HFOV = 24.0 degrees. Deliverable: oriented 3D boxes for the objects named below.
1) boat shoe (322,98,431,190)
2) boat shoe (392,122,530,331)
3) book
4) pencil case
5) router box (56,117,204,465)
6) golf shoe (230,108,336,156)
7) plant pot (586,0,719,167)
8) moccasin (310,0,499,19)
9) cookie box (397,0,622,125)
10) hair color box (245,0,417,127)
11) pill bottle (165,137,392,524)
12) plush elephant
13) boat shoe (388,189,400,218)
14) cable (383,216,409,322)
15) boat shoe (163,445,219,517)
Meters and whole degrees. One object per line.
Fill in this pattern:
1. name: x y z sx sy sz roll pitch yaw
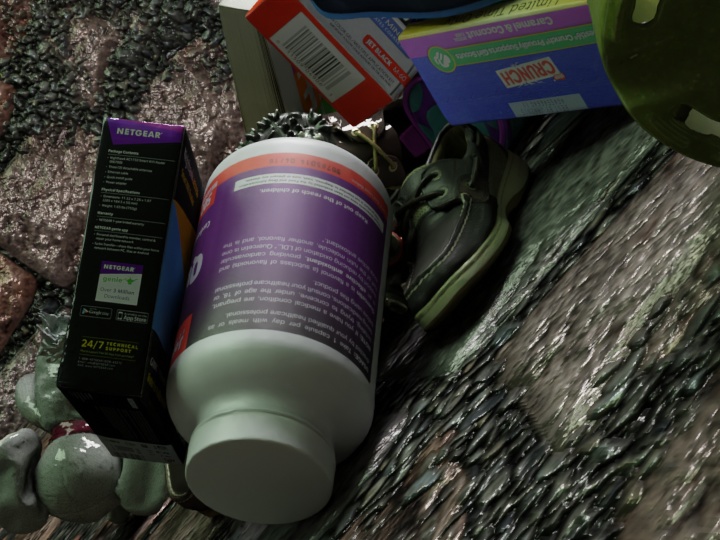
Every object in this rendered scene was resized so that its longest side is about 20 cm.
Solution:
1. boat shoe: 0.012 -0.089 1.229 0.199 0.073 0.059 -18 -3 -39
2. boat shoe: 0.049 -0.031 0.983 0.073 0.065 0.200 -46 7 24
3. book: -0.047 -0.165 1.270 0.201 0.048 0.134 77 -147 -49
4. pencil case: 0.106 -0.162 1.208 0.092 0.085 0.200 -13 32 46
5. router box: -0.123 0.019 0.969 0.200 0.050 0.151 89 -172 -74
6. golf shoe: -0.052 -0.001 1.075 0.088 0.076 0.202 77 -162 -74
7. plant pot: 0.157 -0.142 0.659 0.200 0.199 0.191 -42 24 34
8. moccasin: 0.030 -0.188 0.979 0.199 0.068 0.081 -4 39 40
9. cookie box: 0.143 -0.183 1.001 0.170 0.075 0.201 -2 44 48
10. hair color box: 0.023 -0.211 1.180 0.064 0.111 0.201 -27 23 56
11. pill bottle: -0.044 0.032 0.921 0.112 0.112 0.201 -40 31 40
12. plush elephant: -0.201 0.129 1.302 0.200 0.163 0.157 43 -132 -68
13. boat shoe: -0.026 -0.037 1.368 0.200 0.064 0.071 -38 14 48
14. cable: 0.000 0.000 1.098 0.200 0.050 0.098 -158 89 -78
15. boat shoe: -0.109 0.056 1.099 0.070 0.070 0.202 -24 55 42
